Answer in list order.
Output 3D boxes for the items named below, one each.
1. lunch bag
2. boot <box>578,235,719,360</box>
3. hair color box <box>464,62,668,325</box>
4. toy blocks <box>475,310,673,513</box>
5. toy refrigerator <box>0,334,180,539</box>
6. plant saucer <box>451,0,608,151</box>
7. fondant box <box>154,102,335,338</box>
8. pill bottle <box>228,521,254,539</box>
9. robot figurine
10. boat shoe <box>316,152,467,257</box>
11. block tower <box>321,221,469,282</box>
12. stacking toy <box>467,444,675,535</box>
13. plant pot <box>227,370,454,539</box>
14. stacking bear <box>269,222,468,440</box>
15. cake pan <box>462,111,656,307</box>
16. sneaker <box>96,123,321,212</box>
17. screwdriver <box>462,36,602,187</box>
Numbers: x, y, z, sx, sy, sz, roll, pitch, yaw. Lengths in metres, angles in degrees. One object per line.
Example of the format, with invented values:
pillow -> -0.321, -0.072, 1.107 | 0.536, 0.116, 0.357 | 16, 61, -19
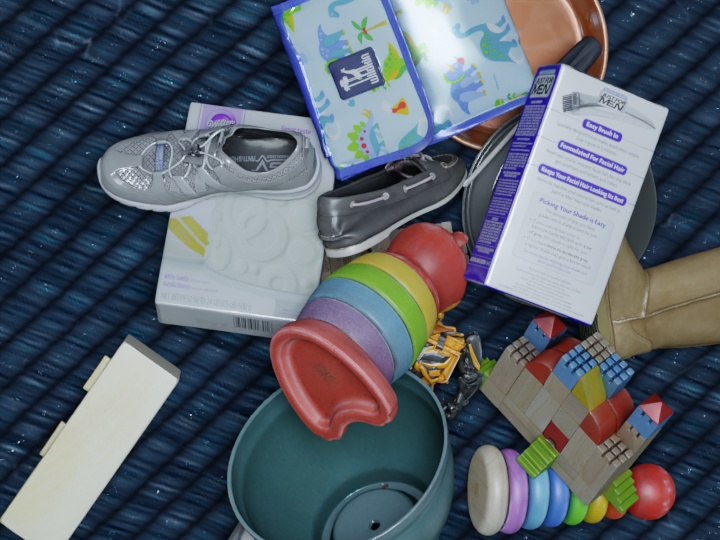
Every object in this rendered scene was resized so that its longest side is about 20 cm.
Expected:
lunch bag -> 0.038, -0.194, 1.394 | 0.199, 0.127, 0.171 | -22, 95, -4
boot -> 0.299, -0.004, 1.463 | 0.198, 0.066, 0.177 | -12, 113, -14
hair color box -> 0.178, -0.066, 1.348 | 0.109, 0.065, 0.201 | 20, 91, -16
toy blocks -> 0.198, 0.117, 1.428 | 0.100, 0.137, 0.200 | -30, 68, -34
toy refrigerator -> -0.253, 0.160, 1.446 | 0.070, 0.076, 0.201 | 35, 90, -6
plant saucer -> 0.137, -0.213, 1.482 | 0.198, 0.032, 0.202 | 0, 93, -6
fondant box -> -0.101, -0.045, 1.415 | 0.143, 0.058, 0.202 | 7, 68, 0
pill bottle -> -0.040, 0.316, 1.454 | 0.199, 0.114, 0.115 | 28, 90, -5
robot figurine -> 0.030, 0.120, 1.459 | 0.144, 0.058, 0.201 | 24, 108, -6
boat shoe -> 0.032, -0.076, 1.414 | 0.200, 0.066, 0.057 | -36, 118, -43
block tower -> 0.000, 0.000, 1.462 | 0.198, 0.058, 0.054 | -7, 69, -6
stacking toy -> 0.207, 0.212, 1.496 | 0.198, 0.085, 0.086 | 2, 93, -12
plant pot -> -0.002, 0.200, 1.372 | 0.199, 0.201, 0.135 | -27, 133, -3
stacking bear -> 0.022, 0.035, 1.344 | 0.114, 0.121, 0.200 | 52, 53, -10
cake pan -> 0.195, -0.058, 1.472 | 0.198, 0.037, 0.202 | -3, 103, -14
sneaker -> -0.134, -0.103, 1.361 | 0.198, 0.082, 0.075 | -5, 69, -3
screwdriver -> 0.160, -0.146, 1.429 | 0.200, 0.029, 0.028 | -49, 113, -23
